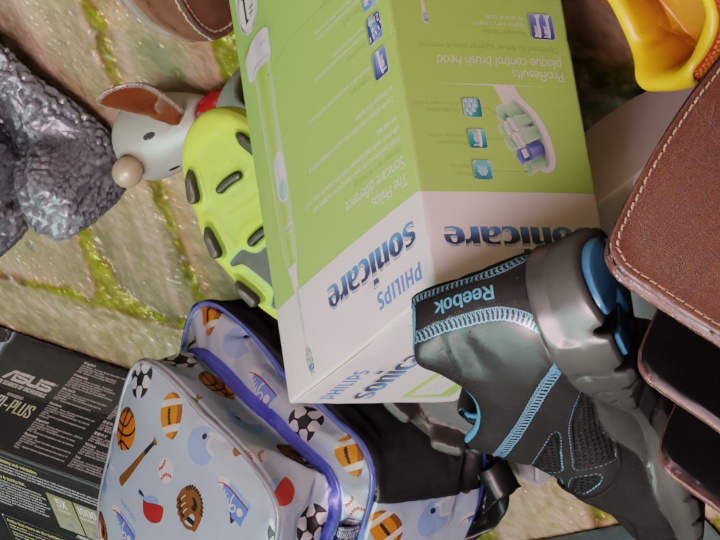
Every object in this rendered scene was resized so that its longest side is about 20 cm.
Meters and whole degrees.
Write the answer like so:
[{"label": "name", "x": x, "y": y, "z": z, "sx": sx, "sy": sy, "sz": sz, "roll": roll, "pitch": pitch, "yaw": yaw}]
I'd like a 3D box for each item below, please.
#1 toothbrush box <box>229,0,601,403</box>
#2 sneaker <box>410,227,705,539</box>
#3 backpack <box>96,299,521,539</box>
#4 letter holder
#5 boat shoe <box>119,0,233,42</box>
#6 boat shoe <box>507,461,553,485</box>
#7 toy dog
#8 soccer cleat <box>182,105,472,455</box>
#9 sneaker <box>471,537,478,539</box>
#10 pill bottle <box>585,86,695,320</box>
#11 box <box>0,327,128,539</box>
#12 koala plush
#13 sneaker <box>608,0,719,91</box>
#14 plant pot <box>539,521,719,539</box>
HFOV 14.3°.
[{"label": "toothbrush box", "x": 0.020, "y": -0.060, "z": 1.191, "sx": 0.086, "sy": 0.201, "sz": 0.146, "roll": 1, "pitch": 159, "yaw": -26}, {"label": "sneaker", "x": 0.084, "y": 0.051, "z": 1.123, "sx": 0.082, "sy": 0.073, "sz": 0.200, "roll": -12, "pitch": 142, "yaw": 17}, {"label": "backpack", "x": -0.038, "y": 0.126, "z": 1.412, "sx": 0.200, "sy": 0.154, "sz": 0.191, "roll": 46, "pitch": 136, "yaw": 44}, {"label": "letter holder", "x": 0.177, "y": -0.012, "z": 1.081, "sx": 0.142, "sy": 0.200, "sz": 0.101, "roll": 34, "pitch": 149, "yaw": 8}, {"label": "boat shoe", "x": -0.083, "y": -0.180, "z": 1.267, "sx": 0.072, "sy": 0.076, "sz": 0.200, "roll": 14, "pitch": 142, "yaw": 32}, {"label": "boat shoe", "x": 0.066, "y": 0.009, "z": 1.365, "sx": 0.071, "sy": 0.072, "sz": 0.201, "roll": 22, "pitch": 134, "yaw": 39}, {"label": "toy dog", "x": -0.062, "y": -0.056, "z": 1.376, "sx": 0.132, "sy": 0.096, "sz": 0.200, "roll": 41, "pitch": 148, "yaw": -2}, {"label": "soccer cleat", "x": 0.000, "y": 0.001, "z": 1.292, "sx": 0.200, "sy": 0.084, "sz": 0.065, "roll": 44, "pitch": 119, "yaw": -3}, {"label": "sneaker", "x": -0.017, "y": 0.090, "z": 1.532, "sx": 0.199, "sy": 0.076, "sz": 0.077, "roll": 23, "pitch": 149, "yaw": 23}, {"label": "pill bottle", "x": 0.164, "y": 0.023, "z": 1.221, "sx": 0.200, "sy": 0.116, "sz": 0.116, "roll": 49, "pitch": 147, "yaw": -17}, {"label": "box", "x": -0.172, "y": 0.134, "z": 1.739, "sx": 0.199, "sy": 0.086, "sz": 0.164, "roll": 16, "pitch": 142, "yaw": 33}, {"label": "koala plush", "x": -0.260, "y": -0.022, "z": 1.505, "sx": 0.184, "sy": 0.200, "sz": 0.177, "roll": 41, "pitch": 150, "yaw": -20}, {"label": "sneaker", "x": 0.096, "y": -0.160, "z": 1.098, "sx": 0.073, "sy": 0.077, "sz": 0.200, "roll": -11, "pitch": 117, "yaw": 53}, {"label": "plant pot", "x": 0.126, "y": 0.274, "z": 1.497, "sx": 0.196, "sy": 0.200, "sz": 0.196, "roll": 48, "pitch": 147, "yaw": -15}]
